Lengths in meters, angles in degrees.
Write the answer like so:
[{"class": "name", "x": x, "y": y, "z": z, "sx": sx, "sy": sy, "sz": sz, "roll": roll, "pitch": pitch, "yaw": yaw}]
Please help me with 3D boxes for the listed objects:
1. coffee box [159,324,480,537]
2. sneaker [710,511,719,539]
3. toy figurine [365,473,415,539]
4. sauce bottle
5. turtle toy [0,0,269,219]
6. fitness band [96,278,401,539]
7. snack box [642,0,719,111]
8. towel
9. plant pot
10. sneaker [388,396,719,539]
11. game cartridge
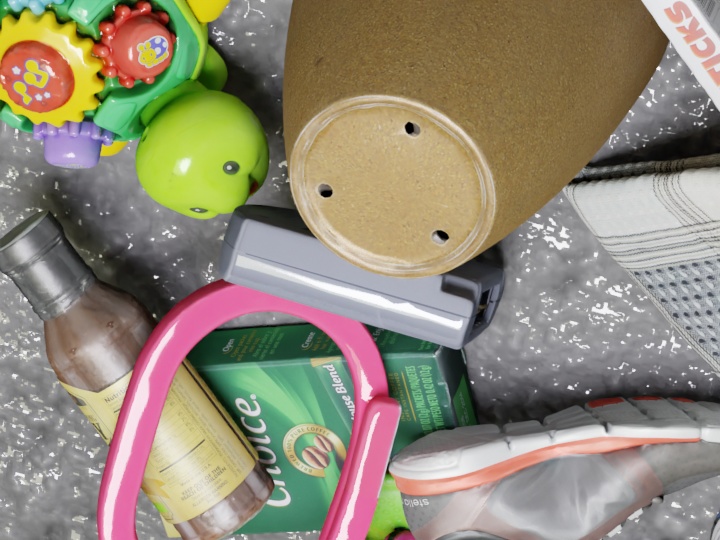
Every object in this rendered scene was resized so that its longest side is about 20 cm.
[{"class": "coffee box", "x": -0.032, "y": 0.091, "z": 1.287, "sx": 0.200, "sy": 0.044, "sz": 0.123, "roll": -3, "pitch": 121, "yaw": 20}, {"class": "sneaker", "x": 0.262, "y": 0.129, "z": 1.197, "sx": 0.076, "sy": 0.077, "sz": 0.200, "roll": 39, "pitch": 124, "yaw": -8}, {"class": "toy figurine", "x": 0.031, "y": 0.243, "z": 1.252, "sx": 0.150, "sy": 0.184, "sz": 0.200, "roll": -4, "pitch": 138, "yaw": 19}, {"class": "sauce bottle", "x": -0.126, "y": 0.057, "z": 1.233, "sx": 0.065, "sy": 0.065, "sz": 0.200, "roll": -27, "pitch": 105, "yaw": 31}, {"class": "turtle toy", "x": -0.129, "y": -0.105, "z": 1.150, "sx": 0.200, "sy": 0.101, "sz": 0.146, "roll": 35, "pitch": 126, "yaw": -7}, {"class": "fitness band", "x": -0.060, "y": 0.100, "z": 1.203, "sx": 0.143, "sy": 0.037, "sz": 0.200, "roll": 16, "pitch": 97, "yaw": -10}, {"class": "snack box", "x": 0.202, "y": -0.074, "z": 1.082, "sx": 0.024, "sy": 0.072, "sz": 0.200, "roll": -27, "pitch": 111, "yaw": 32}, {"class": "towel", "x": 0.204, "y": 0.019, "z": 1.106, "sx": 0.193, "sy": 0.035, "sz": 0.200, "roll": 49, "pitch": 159, "yaw": -17}, {"class": "plant pot", "x": 0.039, "y": -0.087, "z": 1.049, "sx": 0.186, "sy": 0.200, "sz": 0.187, "roll": 9, "pitch": 126, "yaw": 12}, {"class": "sneaker", "x": 0.119, "y": 0.118, "z": 1.210, "sx": 0.200, "sy": 0.077, "sz": 0.082, "roll": -8, "pitch": 98, "yaw": 6}, {"class": "game cartridge", "x": 0.000, "y": 0.000, "z": 1.129, "sx": 0.133, "sy": 0.200, "sz": 0.041, "roll": 20, "pitch": 94, "yaw": 7}]
